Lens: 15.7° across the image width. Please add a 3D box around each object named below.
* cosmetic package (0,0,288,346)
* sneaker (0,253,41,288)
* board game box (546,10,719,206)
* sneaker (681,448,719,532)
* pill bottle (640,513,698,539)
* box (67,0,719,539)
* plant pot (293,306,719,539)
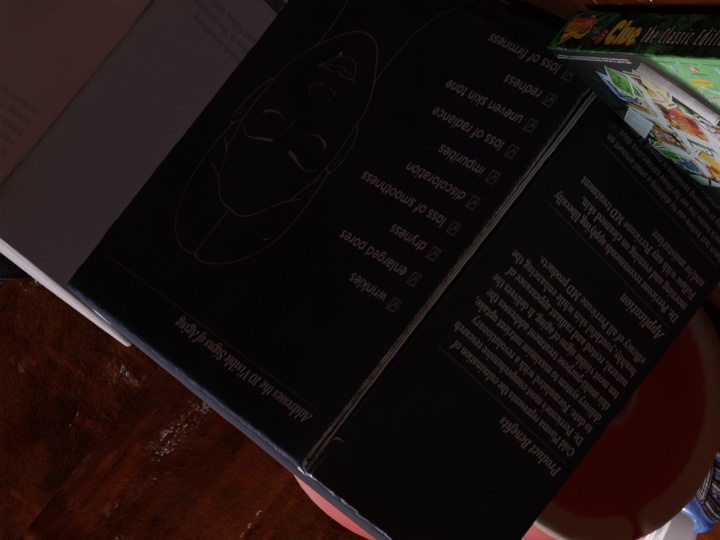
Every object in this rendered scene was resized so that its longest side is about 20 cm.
[{"bbox_3d":[-0.133,-0.103,1.261,0.199,0.200,0.123,34,172,48],"label":"cosmetic package"},{"bbox_3d":[-0.233,-0.041,1.480,0.077,0.112,0.200,29,-167,37],"label":"sneaker"},{"bbox_3d":[0.137,-0.046,0.873,0.105,0.023,0.200,43,174,-16],"label":"board game box"},{"bbox_3d":[0.154,0.086,1.472,0.077,0.085,0.200,43,174,-32],"label":"sneaker"},{"bbox_3d":[0.106,0.115,1.582,0.199,0.117,0.116,14,-178,-17],"label":"pill bottle"},{"bbox_3d":[0.018,-0.006,1.065,0.124,0.197,0.200,44,173,-39],"label":"box"},{"bbox_3d":[0.079,0.057,1.318,0.200,0.201,0.177,42,164,-25],"label":"plant pot"}]
